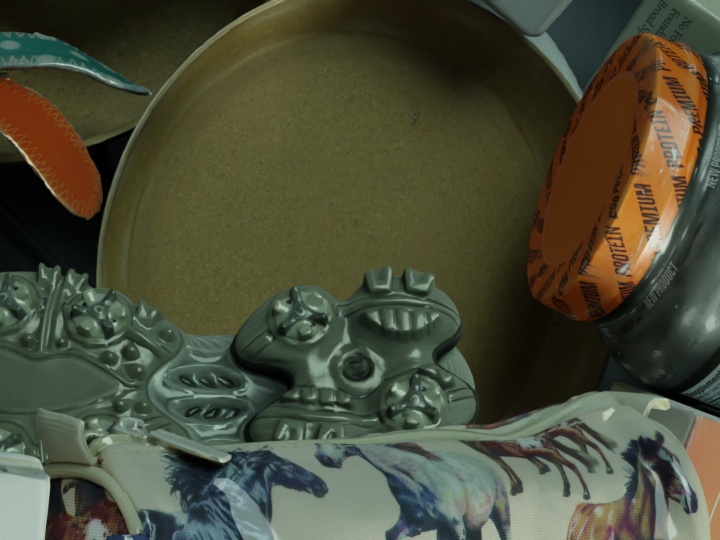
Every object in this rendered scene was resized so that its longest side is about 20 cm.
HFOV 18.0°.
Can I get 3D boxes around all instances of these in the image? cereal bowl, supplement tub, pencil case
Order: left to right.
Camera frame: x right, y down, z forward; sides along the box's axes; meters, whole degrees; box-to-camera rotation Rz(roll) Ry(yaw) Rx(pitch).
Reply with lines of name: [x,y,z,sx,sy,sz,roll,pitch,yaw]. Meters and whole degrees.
pencil case: [0.003,0.077,0.619,0.199,0.090,0.078,-3,16,-35]
cereal bowl: [0.007,-0.063,0.878,0.199,0.083,0.201,14,50,-17]
supplement tub: [0.165,0.001,0.768,0.199,0.123,0.123,22,47,-12]

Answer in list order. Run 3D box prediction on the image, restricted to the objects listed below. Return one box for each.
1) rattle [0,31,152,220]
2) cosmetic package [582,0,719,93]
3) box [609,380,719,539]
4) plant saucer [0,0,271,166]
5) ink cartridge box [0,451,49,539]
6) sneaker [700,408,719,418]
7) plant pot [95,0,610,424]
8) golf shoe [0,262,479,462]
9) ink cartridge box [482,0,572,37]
rattle: [-0.171,-0.107,0.745,0.200,0.143,0.130,30,47,32]
cosmetic package: [0.191,-0.043,0.939,0.200,0.105,0.071,36,43,5]
box: [0.161,0.133,0.750,0.199,0.097,0.125,22,89,-9]
plant saucer: [-0.118,-0.110,0.839,0.199,0.035,0.201,-4,55,6]
ink cartridge box: [-0.146,0.144,0.534,0.083,0.145,0.201,12,73,-31]
sneaker: [0.138,0.027,0.857,0.202,0.077,0.146,50,47,-3]
plant pot: [0.000,0.000,0.792,0.199,0.027,0.201,-2,96,-23]
golf shoe: [-0.064,0.050,0.713,0.199,0.097,0.079,2,63,-1]
ink cartridge box: [0.014,-0.180,0.830,0.146,0.084,0.200,37,10,-21]
